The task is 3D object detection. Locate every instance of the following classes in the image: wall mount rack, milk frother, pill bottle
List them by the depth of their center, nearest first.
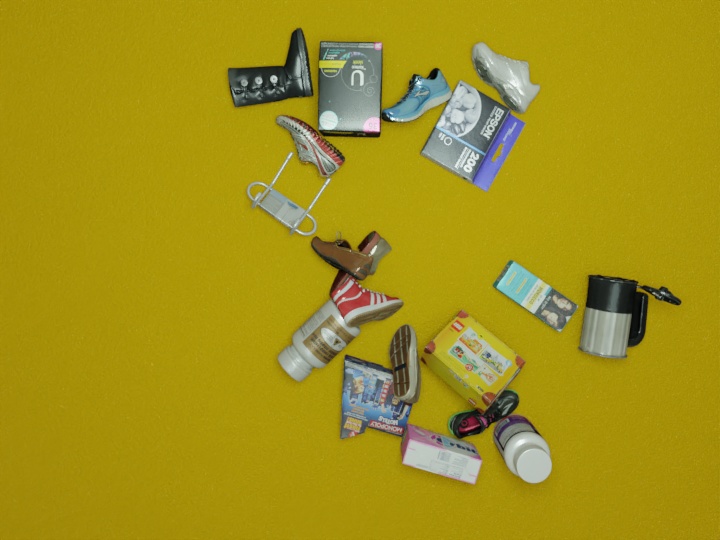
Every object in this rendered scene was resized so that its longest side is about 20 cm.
[{"bbox_3d":[0.641,0.118,1.444,0.179,0.200,0.190,5,96,-4],"label":"milk frother"},{"bbox_3d":[0.398,0.436,1.476,0.110,0.200,0.113,0,96,1],"label":"pill bottle"},{"bbox_3d":[-0.172,-0.187,1.489,0.199,0.075,0.174,34,57,-4],"label":"wall mount rack"},{"bbox_3d":[-0.106,0.176,1.499,0.200,0.114,0.114,-43,94,5],"label":"pill bottle"}]

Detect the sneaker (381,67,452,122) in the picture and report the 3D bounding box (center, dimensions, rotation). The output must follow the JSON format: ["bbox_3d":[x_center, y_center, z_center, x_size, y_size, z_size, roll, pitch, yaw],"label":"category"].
[{"bbox_3d":[0.124,-0.416,1.427,0.199,0.078,0.090,-36,120,-23],"label":"sneaker"}]

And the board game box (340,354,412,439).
[{"bbox_3d":[0.026,0.343,1.541,0.198,0.062,0.202,17,97,-1],"label":"board game box"}]

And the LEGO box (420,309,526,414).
[{"bbox_3d":[0.269,0.217,1.452,0.200,0.077,0.149,40,61,20],"label":"LEGO box"}]

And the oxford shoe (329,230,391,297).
[{"bbox_3d":[0.000,0.000,1.505,0.075,0.071,0.200,36,103,-20],"label":"oxford shoe"}]

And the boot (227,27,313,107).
[{"bbox_3d":[-0.224,-0.491,1.465,0.198,0.066,0.167,-7,94,6],"label":"boot"}]

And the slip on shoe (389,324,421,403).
[{"bbox_3d":[0.119,0.232,1.495,0.076,0.201,0.060,-28,135,30],"label":"slip on shoe"}]

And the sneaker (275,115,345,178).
[{"bbox_3d":[-0.135,-0.304,1.466,0.200,0.078,0.082,43,107,8],"label":"sneaker"}]

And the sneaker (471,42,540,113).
[{"bbox_3d":[0.353,-0.482,1.456,0.099,0.078,0.200,-46,103,-2],"label":"sneaker"}]

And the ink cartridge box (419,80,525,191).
[{"bbox_3d":[0.279,-0.327,1.482,0.199,0.043,0.199,28,95,-3],"label":"ink cartridge box"}]

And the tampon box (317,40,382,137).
[{"bbox_3d":[-0.023,-0.425,1.432,0.148,0.126,0.202,1,96,1],"label":"tampon box"}]

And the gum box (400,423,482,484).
[{"bbox_3d":[0.206,0.463,1.524,0.198,0.114,0.067,17,96,-1],"label":"gum box"}]

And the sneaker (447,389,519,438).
[{"bbox_3d":[0.319,0.372,1.527,0.199,0.084,0.077,-32,100,4],"label":"sneaker"}]

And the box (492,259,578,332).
[{"bbox_3d":[0.438,0.064,1.514,0.199,0.049,0.083,34,95,-2],"label":"box"}]

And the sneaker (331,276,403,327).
[{"bbox_3d":[0.015,0.068,1.482,0.113,0.199,0.071,54,127,24],"label":"sneaker"}]

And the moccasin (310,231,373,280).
[{"bbox_3d":[-0.046,-0.045,1.455,0.074,0.201,0.078,38,82,-40],"label":"moccasin"}]
